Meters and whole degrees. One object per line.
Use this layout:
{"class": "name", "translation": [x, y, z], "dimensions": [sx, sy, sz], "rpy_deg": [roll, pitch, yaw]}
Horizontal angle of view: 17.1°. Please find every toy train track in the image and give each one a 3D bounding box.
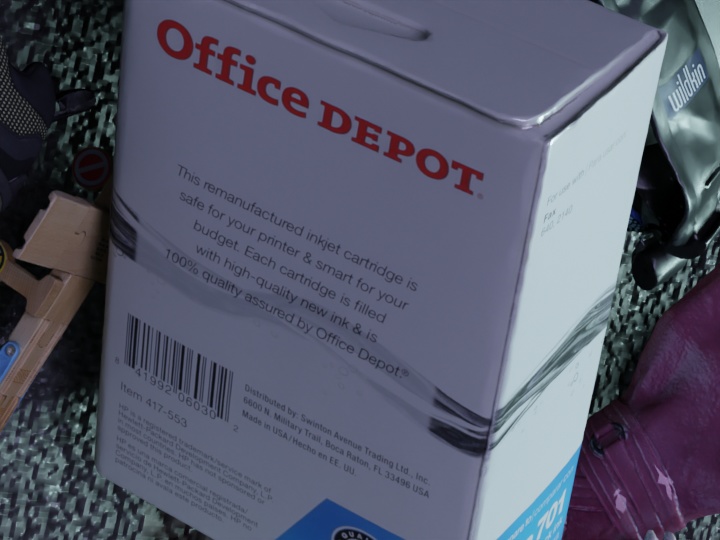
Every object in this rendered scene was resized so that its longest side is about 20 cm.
{"class": "toy train track", "translation": [-0.119, 0.021, 0.780], "dimensions": [0.201, 0.032, 0.115], "rpy_deg": [-58, 165, 2]}

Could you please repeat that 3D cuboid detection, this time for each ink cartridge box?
{"class": "ink cartridge box", "translation": [0.000, 0.000, 0.747], "dimensions": [0.086, 0.146, 0.201], "rpy_deg": [-37, 145, -47]}

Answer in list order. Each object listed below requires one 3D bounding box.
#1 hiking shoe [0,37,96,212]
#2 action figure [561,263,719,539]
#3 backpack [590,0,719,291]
{"class": "hiking shoe", "translation": [-0.163, -0.097, 0.712], "dimensions": [0.200, 0.075, 0.101], "rpy_deg": [56, 48, -27]}
{"class": "action figure", "translation": [0.106, 0.071, 0.923], "dimensions": [0.199, 0.134, 0.149], "rpy_deg": [-29, 156, 6]}
{"class": "backpack", "translation": [0.074, -0.132, 0.807], "dimensions": [0.200, 0.154, 0.191], "rpy_deg": [-56, 132, -18]}
